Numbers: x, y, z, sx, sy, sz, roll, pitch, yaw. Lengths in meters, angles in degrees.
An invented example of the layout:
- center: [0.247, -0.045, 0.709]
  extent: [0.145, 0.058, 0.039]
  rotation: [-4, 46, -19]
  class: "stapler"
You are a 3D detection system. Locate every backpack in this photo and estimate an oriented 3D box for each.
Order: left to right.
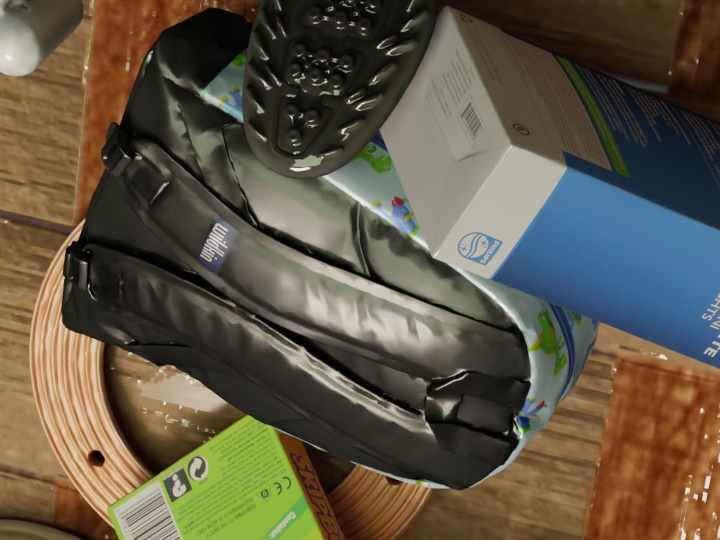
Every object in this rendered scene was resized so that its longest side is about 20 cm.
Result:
- center: [0.000, 0.000, 1.179]
  extent: [0.200, 0.154, 0.163]
  rotation: [35, 127, 21]
  class: "backpack"

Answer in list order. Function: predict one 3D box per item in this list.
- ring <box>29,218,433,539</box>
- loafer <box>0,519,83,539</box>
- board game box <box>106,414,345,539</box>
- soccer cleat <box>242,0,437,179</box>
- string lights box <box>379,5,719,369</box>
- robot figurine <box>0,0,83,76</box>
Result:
- center: [-0.053, 0.048, 1.293]
  extent: [0.200, 0.019, 0.201]
  rotation: [5, 109, 15]
  class: "ring"
- center: [-0.134, 0.167, 1.331]
  extent: [0.200, 0.068, 0.076]
  rotation: [7, 110, 15]
  class: "loafer"
- center: [-0.035, 0.168, 1.253]
  extent: [0.096, 0.030, 0.200]
  rotation: [-34, 65, 22]
  class: "board game box"
- center: [0.007, -0.121, 1.131]
  extent: [0.068, 0.073, 0.200]
  rotation: [13, 73, 12]
  class: "soccer cleat"
- center: [0.113, -0.022, 1.120]
  extent: [0.200, 0.103, 0.059]
  rotation: [21, 117, -26]
  class: "string lights box"
- center: [-0.165, -0.159, 1.155]
  extent: [0.113, 0.200, 0.170]
  rotation: [-29, 97, 24]
  class: "robot figurine"
